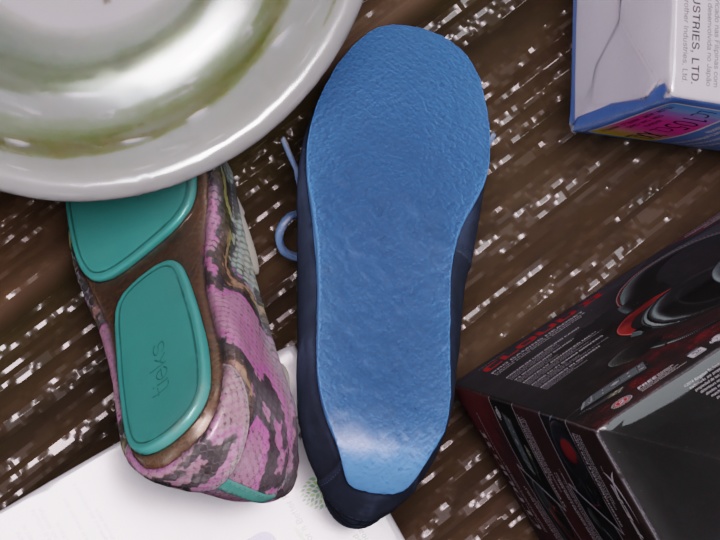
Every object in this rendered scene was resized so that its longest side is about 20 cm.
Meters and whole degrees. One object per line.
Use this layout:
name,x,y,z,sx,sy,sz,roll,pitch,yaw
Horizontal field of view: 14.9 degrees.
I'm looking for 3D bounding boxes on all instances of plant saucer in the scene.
plant saucer,-0.093,-0.125,0.918,0.199,0.050,0.201,-6,109,-16

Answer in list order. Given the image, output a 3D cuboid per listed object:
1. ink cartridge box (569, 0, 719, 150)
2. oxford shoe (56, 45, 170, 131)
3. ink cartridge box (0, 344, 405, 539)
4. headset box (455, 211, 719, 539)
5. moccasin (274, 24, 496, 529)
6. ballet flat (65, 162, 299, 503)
ink cartridge box,0.182,-0.110,1.031,0.199,0.076,0.137,6,82,-24
oxford shoe,-0.159,-0.064,0.980,0.199,0.071,0.075,-8,55,7
ink cartridge box,-0.087,0.118,1.004,0.199,0.039,0.100,-29,88,-11
headset box,0.127,0.038,0.962,0.148,0.200,0.075,-32,99,-9
moccasin,0.000,0.000,1.003,0.080,0.068,0.201,15,54,-4
ballet flat,-0.061,0.007,0.989,0.069,0.071,0.200,-35,44,19
